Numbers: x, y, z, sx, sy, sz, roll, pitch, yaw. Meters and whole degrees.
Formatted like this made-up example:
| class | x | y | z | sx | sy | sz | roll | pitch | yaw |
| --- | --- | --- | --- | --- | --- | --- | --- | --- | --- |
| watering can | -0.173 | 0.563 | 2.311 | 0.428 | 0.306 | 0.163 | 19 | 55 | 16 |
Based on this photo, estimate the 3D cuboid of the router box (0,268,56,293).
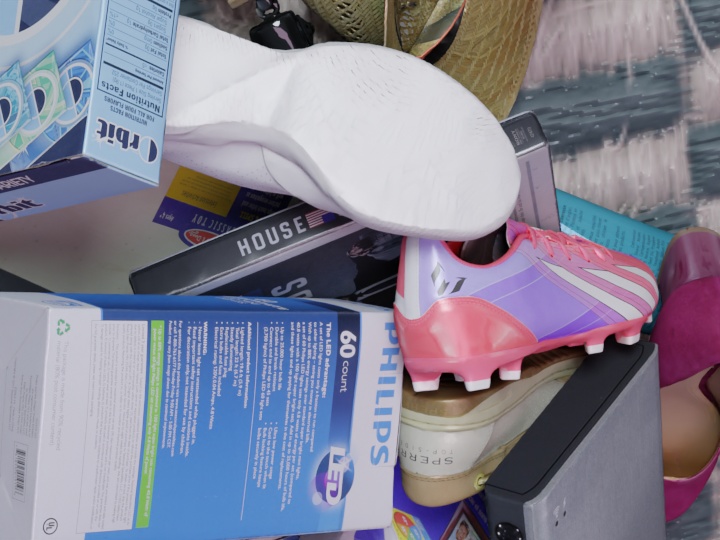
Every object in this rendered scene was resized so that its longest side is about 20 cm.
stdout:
| class | x | y | z | sx | sy | sz | roll | pitch | yaw |
| --- | --- | --- | --- | --- | --- | --- | --- | --- | --- |
| router box | -0.199 | 0.063 | 0.934 | 0.157 | 0.052 | 0.200 | -36 | 137 | 28 |

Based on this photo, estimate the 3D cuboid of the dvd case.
| class | x | y | z | sx | sy | sz | roll | pitch | yaw |
| --- | --- | --- | --- | --- | --- | --- | --- | --- | --- |
| dvd case | 0.000 | 0.000 | 1.005 | 0.199 | 0.025 | 0.150 | -22 | 156 | -1 |

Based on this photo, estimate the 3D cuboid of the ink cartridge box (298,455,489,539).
| class | x | y | z | sx | sy | sz | roll | pitch | yaw |
| --- | --- | --- | --- | --- | --- | --- | --- | --- | --- |
| ink cartridge box | 0.069 | 0.141 | 1.100 | 0.198 | 0.043 | 0.200 | 55 | 47 | -24 |

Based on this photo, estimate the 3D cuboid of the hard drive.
| class | x | y | z | sx | sy | sz | roll | pitch | yaw |
| --- | --- | --- | --- | --- | --- | --- | --- | --- | --- |
| hard drive | 0.112 | 0.152 | 1.038 | 0.140 | 0.033 | 0.201 | -45 | 138 | -44 |

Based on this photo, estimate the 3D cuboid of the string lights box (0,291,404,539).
| class | x | y | z | sx | sy | sz | roll | pitch | yaw |
| --- | --- | --- | --- | --- | --- | --- | --- | --- | --- |
| string lights box | -0.071 | 0.064 | 0.908 | 0.200 | 0.059 | 0.103 | 2 | 94 | -43 |

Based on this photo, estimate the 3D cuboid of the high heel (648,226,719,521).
| class | x | y | z | sx | sy | sz | roll | pitch | yaw |
| --- | --- | --- | --- | --- | --- | --- | --- | --- | --- |
| high heel | 0.166 | 0.081 | 1.081 | 0.067 | 0.096 | 0.200 | -3 | 130 | 0 |

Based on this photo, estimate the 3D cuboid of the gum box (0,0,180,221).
| class | x | y | z | sx | sy | sz | roll | pitch | yaw |
| --- | --- | --- | --- | --- | --- | --- | --- | --- | --- |
| gum box | -0.143 | -0.122 | 0.869 | 0.044 | 0.170 | 0.201 | 22 | 66 | -45 |

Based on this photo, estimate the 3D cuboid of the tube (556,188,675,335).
| class | x | y | z | sx | sy | sz | roll | pitch | yaw |
| --- | --- | --- | --- | --- | --- | --- | --- | --- | --- |
| tube | 0.121 | -0.004 | 1.101 | 0.199 | 0.050 | 0.078 | 17 | 92 | -17 |

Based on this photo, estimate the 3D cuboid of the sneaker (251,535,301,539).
| class | x | y | z | sx | sy | sz | roll | pitch | yaw |
| --- | --- | --- | --- | --- | --- | --- | --- | --- | --- |
| sneaker | -0.071 | 0.120 | 1.066 | 0.200 | 0.076 | 0.077 | 25 | 100 | -24 |

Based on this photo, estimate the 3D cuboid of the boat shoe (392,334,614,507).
| class | x | y | z | sx | sy | sz | roll | pitch | yaw |
| --- | --- | --- | --- | --- | --- | --- | --- | --- | --- |
| boat shoe | 0.072 | 0.068 | 1.045 | 0.200 | 0.074 | 0.067 | -15 | 114 | -55 |

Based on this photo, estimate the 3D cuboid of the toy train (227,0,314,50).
| class | x | y | z | sx | sy | sz | roll | pitch | yaw |
| --- | --- | --- | --- | --- | --- | --- | --- | --- | --- |
| toy train | -0.063 | -0.157 | 0.970 | 0.034 | 0.046 | 0.200 | -26 | 100 | 7 |

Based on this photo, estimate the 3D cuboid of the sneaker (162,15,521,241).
| class | x | y | z | sx | sy | sz | roll | pitch | yaw |
| --- | --- | --- | --- | --- | --- | --- | --- | --- | --- |
| sneaker | -0.028 | -0.060 | 0.917 | 0.199 | 0.089 | 0.075 | 18 | 76 | -1 |

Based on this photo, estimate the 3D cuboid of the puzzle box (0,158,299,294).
| class | x | y | z | sx | sy | sz | roll | pitch | yaw |
| --- | --- | --- | --- | --- | --- | --- | --- | --- | --- |
| puzzle box | -0.112 | -0.045 | 0.988 | 0.200 | 0.025 | 0.133 | 19 | 102 | -44 |

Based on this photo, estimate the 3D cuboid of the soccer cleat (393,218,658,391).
| class | x | y | z | sx | sy | sz | roll | pitch | yaw |
| --- | --- | --- | --- | --- | --- | --- | --- | --- | --- |
| soccer cleat | 0.083 | 0.004 | 0.985 | 0.200 | 0.067 | 0.077 | -16 | 102 | -52 |

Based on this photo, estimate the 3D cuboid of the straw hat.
| class | x | y | z | sx | sy | sz | roll | pitch | yaw |
| --- | --- | --- | --- | --- | --- | --- | --- | --- | --- |
| straw hat | 0.017 | -0.145 | 0.994 | 0.085 | 0.201 | 0.202 | 12 | 109 | 23 |
